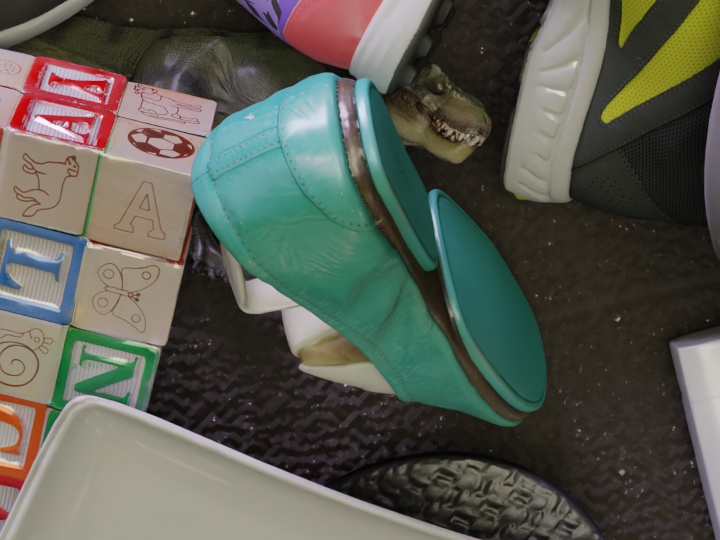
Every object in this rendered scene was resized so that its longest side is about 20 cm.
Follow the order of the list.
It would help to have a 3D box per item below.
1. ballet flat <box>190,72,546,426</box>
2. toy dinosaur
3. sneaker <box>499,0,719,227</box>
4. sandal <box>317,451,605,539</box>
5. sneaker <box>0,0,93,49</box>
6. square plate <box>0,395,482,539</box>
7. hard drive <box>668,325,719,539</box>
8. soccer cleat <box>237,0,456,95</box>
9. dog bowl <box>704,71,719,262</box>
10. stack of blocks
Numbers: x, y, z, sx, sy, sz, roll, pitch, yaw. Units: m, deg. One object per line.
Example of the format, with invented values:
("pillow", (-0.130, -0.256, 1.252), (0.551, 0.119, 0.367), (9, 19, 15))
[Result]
("ballet flat", (0.000, 0.000, 0.755), (0.070, 0.200, 0.067), (-14, 63, 14))
("toy dinosaur", (-0.062, -0.045, 0.798), (0.200, 0.047, 0.088), (13, 93, -1))
("sneaker", (0.103, -0.093, 0.747), (0.085, 0.075, 0.200), (18, 139, 5))
("sandal", (-0.014, 0.104, 0.825), (0.200, 0.045, 0.075), (-12, 93, 12))
("sneaker", (-0.078, -0.144, 0.741), (0.200, 0.099, 0.071), (-40, 82, -4))
("square plate", (-0.039, 0.141, 0.778), (0.200, 0.028, 0.198), (21, 116, -18))
("hard drive", (0.193, 0.103, 0.843), (0.132, 0.027, 0.200), (-15, 98, -2))
("soccer cleat", (0.023, -0.152, 0.733), (0.073, 0.068, 0.200), (26, 111, 2))
("dog bowl", (0.176, -0.063, 0.747), (0.059, 0.200, 0.200), (26, 97, 33))
("stack of blocks", (-0.123, 0.034, 0.763), (0.115, 0.059, 0.200), (14, 115, -4))
